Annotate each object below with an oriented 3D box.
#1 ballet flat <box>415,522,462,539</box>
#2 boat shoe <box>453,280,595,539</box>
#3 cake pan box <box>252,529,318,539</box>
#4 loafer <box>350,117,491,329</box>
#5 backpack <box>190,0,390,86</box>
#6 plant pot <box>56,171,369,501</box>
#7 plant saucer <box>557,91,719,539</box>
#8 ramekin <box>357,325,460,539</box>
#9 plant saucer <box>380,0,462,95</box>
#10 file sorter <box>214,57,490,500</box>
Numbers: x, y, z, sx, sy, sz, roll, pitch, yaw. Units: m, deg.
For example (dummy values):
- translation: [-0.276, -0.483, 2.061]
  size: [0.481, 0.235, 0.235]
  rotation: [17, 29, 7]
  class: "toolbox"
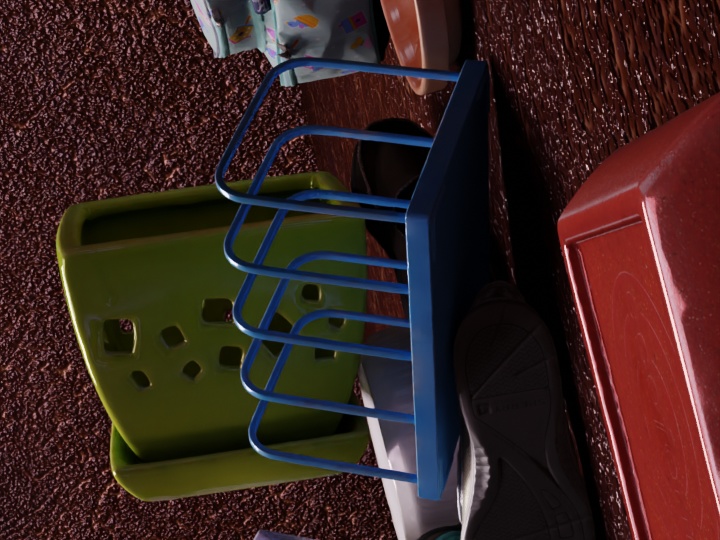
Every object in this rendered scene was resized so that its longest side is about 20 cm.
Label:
- translation: [0.057, 0.184, 1.058]
  size: [0.200, 0.068, 0.068]
  rotation: [-4, -108, -63]
  class: "ballet flat"
- translation: [0.087, 0.108, 0.982]
  size: [0.065, 0.074, 0.203]
  rotation: [-71, -28, -74]
  class: "boat shoe"
- translation: [0.034, 0.239, 1.149]
  size: [0.184, 0.053, 0.200]
  rotation: [32, -178, 29]
  class: "cake pan box"
- translation: [0.045, -0.040, 1.155]
  size: [0.201, 0.073, 0.072]
  rotation: [-113, 19, -44]
  class: "loafer"
- translation: [-0.052, -0.227, 1.261]
  size: [0.200, 0.152, 0.177]
  rotation: [62, -169, -62]
  class: "backpack"
- translation: [-0.094, 0.043, 1.213]
  size: [0.200, 0.198, 0.183]
  rotation: [-122, 24, -76]
  class: "plant pot"
- translation: [0.112, 0.051, 0.598]
  size: [0.200, 0.036, 0.201]
  rotation: [146, 110, -86]
  class: "plant saucer"
- translation: [0.060, 0.122, 1.249]
  size: [0.202, 0.094, 0.204]
  rotation: [166, 90, -87]
  class: "ramekin"
- translation: [0.025, -0.204, 1.049]
  size: [0.200, 0.032, 0.202]
  rotation: [167, 90, -87]
  class: "plant saucer"
- translation: [0.000, 0.000, 0.985]
  size: [0.139, 0.122, 0.201]
  rotation: [-68, -19, -47]
  class: "file sorter"
